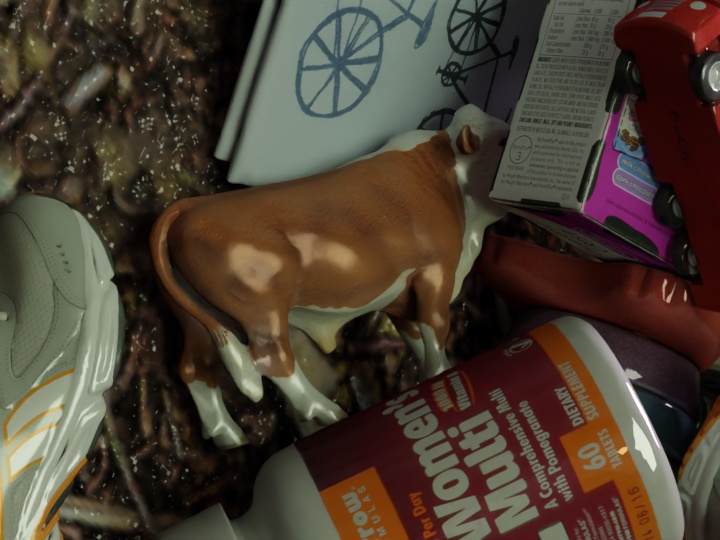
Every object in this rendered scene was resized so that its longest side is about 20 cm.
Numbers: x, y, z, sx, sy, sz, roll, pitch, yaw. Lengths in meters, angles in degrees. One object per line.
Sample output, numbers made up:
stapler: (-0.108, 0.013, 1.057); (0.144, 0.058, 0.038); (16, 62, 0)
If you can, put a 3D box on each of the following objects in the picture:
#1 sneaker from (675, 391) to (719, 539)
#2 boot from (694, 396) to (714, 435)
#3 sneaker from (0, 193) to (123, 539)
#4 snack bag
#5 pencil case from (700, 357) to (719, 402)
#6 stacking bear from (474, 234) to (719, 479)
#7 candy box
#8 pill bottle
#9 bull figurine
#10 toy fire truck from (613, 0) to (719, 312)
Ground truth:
sneaker: (0.185, 0.114, 1.106); (0.076, 0.092, 0.201); (-52, 160, -39)
boot: (0.188, 0.155, 1.243); (0.130, 0.068, 0.201); (6, 110, -13)
sneaker: (-0.153, 0.061, 0.937); (0.092, 0.076, 0.201); (19, 71, -32)
snack bag: (0.037, -0.125, 1.113); (0.199, 0.021, 0.190); (0, 115, -42)
pencil case: (0.201, -0.016, 1.262); (0.078, 0.089, 0.201); (63, 42, -65)
stacking bear: (0.089, 0.102, 1.135); (0.114, 0.121, 0.201); (34, 73, -52)
candy box: (0.145, -0.100, 1.109); (0.136, 0.061, 0.201); (26, 79, -43)
pill bottle: (0.024, 0.107, 1.020); (0.199, 0.110, 0.110); (-25, 105, -5)
bull figurine: (0.000, 0.000, 1.080); (0.199, 0.065, 0.122); (-13, 89, -28)
toy fire truck: (0.190, -0.053, 1.083); (0.141, 0.049, 0.201); (-39, 121, -33)
